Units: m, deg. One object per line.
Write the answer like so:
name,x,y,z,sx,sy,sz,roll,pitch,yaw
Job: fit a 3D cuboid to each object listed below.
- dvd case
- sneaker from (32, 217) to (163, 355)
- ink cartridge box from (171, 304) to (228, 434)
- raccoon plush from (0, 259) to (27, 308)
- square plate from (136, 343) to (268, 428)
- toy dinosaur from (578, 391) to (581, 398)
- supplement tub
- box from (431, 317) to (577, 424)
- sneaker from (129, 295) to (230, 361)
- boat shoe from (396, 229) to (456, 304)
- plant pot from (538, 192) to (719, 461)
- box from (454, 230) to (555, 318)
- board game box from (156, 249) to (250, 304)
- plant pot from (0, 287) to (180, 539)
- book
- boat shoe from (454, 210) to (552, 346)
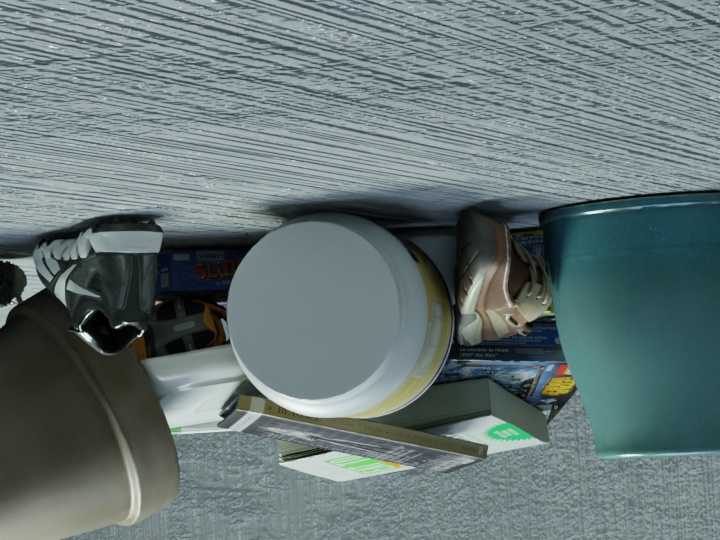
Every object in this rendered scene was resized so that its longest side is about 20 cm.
dvd case,-0.010,0.131,1.756,0.198,0.016,0.149,12,169,-8
sneaker,-0.194,0.017,1.604,0.066,0.091,0.200,0,175,-24
ink cartridge box,-0.120,0.075,2.023,0.198,0.147,0.084,-2,175,-14
raccoon plush,-0.371,0.033,1.736,0.133,0.098,0.200,3,179,25
square plate,-0.108,0.093,1.787,0.197,0.029,0.200,-8,166,-23
toy dinosaur,0.242,0.068,1.864,0.199,0.103,0.077,-28,130,36
supplement tub,-0.015,0.034,1.597,0.144,0.147,0.200,-4,175,10
box,0.114,0.089,1.873,0.136,0.040,0.200,2,160,-8
sneaker,-0.137,0.058,1.825,0.077,0.079,0.200,-16,177,10
boat shoe,0.000,0.000,1.752,0.198,0.071,0.064,-11,-152,-2
plant pot,0.239,0.046,1.659,0.198,0.190,0.200,-3,175,0
box,0.080,0.010,1.835,0.199,0.071,0.064,-6,174,28
board game box,-0.133,0.008,1.868,0.134,0.035,0.200,-1,176,-26
plant pot,-0.266,0.136,1.713,0.173,0.201,0.200,-29,-173,-25
book,0.046,0.138,1.893,0.199,0.048,0.133,-13,159,24
boat shoe,0.107,0.004,1.648,0.071,0.076,0.200,-1,166,1
